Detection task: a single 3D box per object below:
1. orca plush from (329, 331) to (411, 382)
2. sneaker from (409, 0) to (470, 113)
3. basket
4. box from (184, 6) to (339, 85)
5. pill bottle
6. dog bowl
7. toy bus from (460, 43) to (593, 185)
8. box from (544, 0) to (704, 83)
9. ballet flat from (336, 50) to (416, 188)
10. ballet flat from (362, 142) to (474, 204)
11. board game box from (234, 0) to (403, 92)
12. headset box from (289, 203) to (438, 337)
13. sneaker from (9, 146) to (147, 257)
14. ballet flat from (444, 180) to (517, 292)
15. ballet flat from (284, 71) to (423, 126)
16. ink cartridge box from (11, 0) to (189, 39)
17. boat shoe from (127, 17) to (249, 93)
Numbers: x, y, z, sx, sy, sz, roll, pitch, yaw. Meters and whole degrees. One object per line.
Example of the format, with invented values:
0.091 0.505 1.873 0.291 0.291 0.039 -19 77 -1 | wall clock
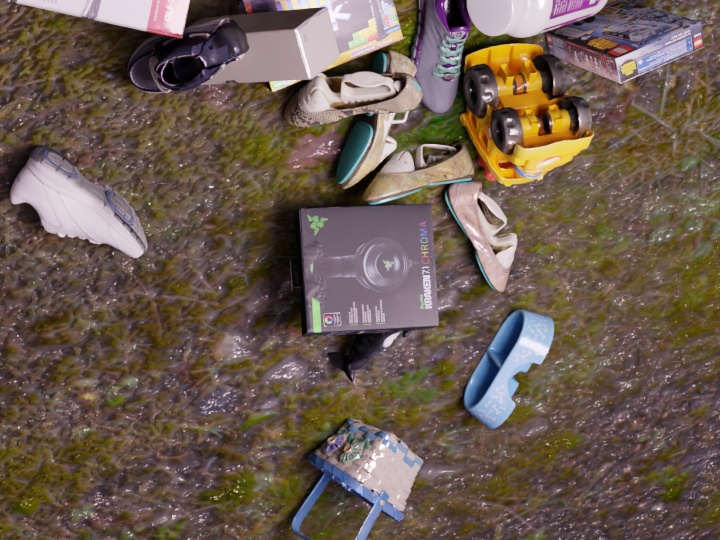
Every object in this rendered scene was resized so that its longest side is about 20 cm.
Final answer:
0.018 0.067 1.754 0.071 0.106 0.200 32 121 -30 | orca plush
0.114 -0.308 1.641 0.074 0.088 0.201 -10 114 -18 | sneaker
-0.014 0.333 1.809 0.139 0.176 0.201 36 76 -30 | basket
-0.132 -0.279 1.490 0.082 0.199 0.069 -46 130 -44 | box
0.240 -0.379 1.614 0.199 0.112 0.113 -24 121 -37 | pill bottle
0.228 0.149 1.867 0.049 0.112 0.201 28 99 -15 | dog bowl
0.220 -0.189 1.677 0.135 0.201 0.193 -10 141 -19 | toy bus
0.366 -0.324 1.671 0.136 0.200 0.040 -23 117 -11 | box
0.028 -0.203 1.654 0.070 0.071 0.201 13 103 -26 | ballet flat
0.079 -0.143 1.692 0.199 0.071 0.071 -17 118 -34 | ballet flat
-0.059 -0.351 1.573 0.199 0.057 0.166 -24 119 -11 | board game box
0.000 0.000 1.664 0.198 0.093 0.175 -2 84 -7 | headset box
-0.367 -0.077 1.563 0.200 0.075 0.087 38 106 -23 | sneaker
0.195 -0.051 1.784 0.067 0.068 0.201 -17 123 24 | ballet flat
-0.018 -0.237 1.580 0.199 0.068 0.075 -4 161 18 | ballet flat
-0.314 -0.347 1.420 0.199 0.144 0.084 7 107 -25 | ink cartridge box
-0.236 -0.251 1.459 0.093 0.199 0.075 -46 114 -46 | boat shoe
